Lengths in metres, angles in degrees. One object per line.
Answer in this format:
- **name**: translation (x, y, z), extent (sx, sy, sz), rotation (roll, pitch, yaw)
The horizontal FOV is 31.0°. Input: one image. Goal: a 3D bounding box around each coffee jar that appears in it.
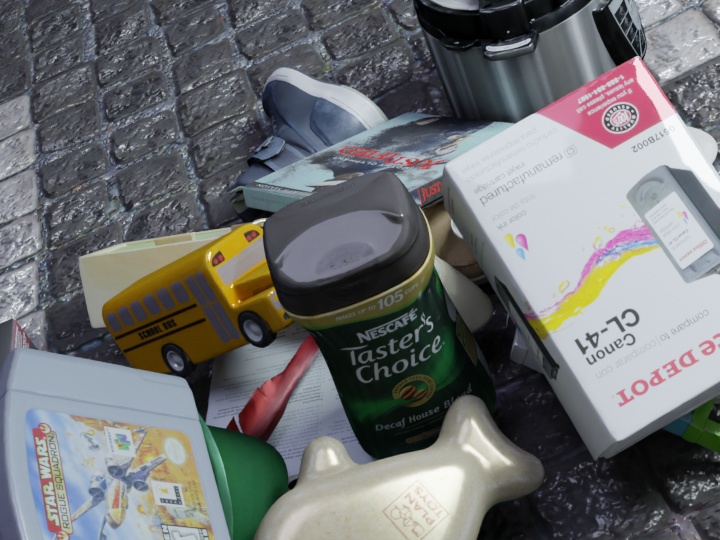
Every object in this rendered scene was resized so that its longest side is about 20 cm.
- **coffee jar**: translation (0.014, 0.031, 0.837), extent (0.104, 0.200, 0.085), rotation (-21, 42, 6)

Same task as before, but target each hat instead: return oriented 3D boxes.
- **hat**: translation (-0.064, 0.155, 0.886), extent (0.176, 0.201, 0.165), rotation (3, 8, -39)

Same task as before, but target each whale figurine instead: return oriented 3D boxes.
- **whale figurine**: translation (0.021, 0.170, 0.817), extent (0.200, 0.104, 0.159), rotation (-41, 75, -20)

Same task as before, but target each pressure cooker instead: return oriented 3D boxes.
- **pressure cooker**: translation (0.137, -0.214, 1.097), extent (0.178, 0.200, 0.176), rotation (-38, 40, -15)

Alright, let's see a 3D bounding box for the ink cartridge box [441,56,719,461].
- **ink cartridge box**: translation (0.160, -0.007, 0.806), extent (0.147, 0.086, 0.200), rotation (-30, 74, -4)

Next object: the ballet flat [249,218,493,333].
- **ballet flat**: translation (0.000, 0.000, 0.957), extent (0.199, 0.070, 0.070), rotation (12, 51, 19)

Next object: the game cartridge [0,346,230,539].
- **game cartridge**: translation (-0.139, 0.130, 0.715), extent (0.042, 0.133, 0.200), rotation (-47, 45, 27)

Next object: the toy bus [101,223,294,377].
- **toy bus**: translation (-0.108, 0.023, 0.961), extent (0.065, 0.078, 0.200), rotation (-37, 9, -41)

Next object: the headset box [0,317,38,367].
- **headset box**: translation (-0.239, 0.144, 0.911), extent (0.075, 0.200, 0.149), rotation (-21, 39, 7)

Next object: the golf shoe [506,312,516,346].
- **golf shoe**: translation (0.151, -0.008, 0.976), extent (0.094, 0.078, 0.200), rotation (1, 39, 44)

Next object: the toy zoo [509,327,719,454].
- **toy zoo**: translation (0.187, 0.034, 0.871), extent (0.199, 0.020, 0.131), rotation (25, 56, 11)

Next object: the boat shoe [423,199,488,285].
- **boat shoe**: translation (0.035, -0.040, 1.051), extent (0.200, 0.069, 0.074), rotation (18, 81, 45)

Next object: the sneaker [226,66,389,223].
- **sneaker**: translation (-0.075, -0.108, 1.194), extent (0.146, 0.077, 0.202), rotation (-50, 28, -8)

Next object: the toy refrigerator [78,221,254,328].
- **toy refrigerator**: translation (-0.130, -0.002, 1.090), extent (0.199, 0.070, 0.076), rotation (-7, 8, 22)

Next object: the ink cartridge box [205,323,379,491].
- **ink cartridge box**: translation (-0.020, 0.104, 0.963), extent (0.196, 0.043, 0.201), rotation (-13, 45, 15)

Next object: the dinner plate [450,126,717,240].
- **dinner plate**: translation (0.158, -0.071, 0.948), extent (0.199, 0.024, 0.200), rotation (-20, 19, 7)

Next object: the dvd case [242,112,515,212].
- **dvd case**: translation (0.027, -0.083, 1.034), extent (0.146, 0.022, 0.200), rotation (13, 32, 44)
